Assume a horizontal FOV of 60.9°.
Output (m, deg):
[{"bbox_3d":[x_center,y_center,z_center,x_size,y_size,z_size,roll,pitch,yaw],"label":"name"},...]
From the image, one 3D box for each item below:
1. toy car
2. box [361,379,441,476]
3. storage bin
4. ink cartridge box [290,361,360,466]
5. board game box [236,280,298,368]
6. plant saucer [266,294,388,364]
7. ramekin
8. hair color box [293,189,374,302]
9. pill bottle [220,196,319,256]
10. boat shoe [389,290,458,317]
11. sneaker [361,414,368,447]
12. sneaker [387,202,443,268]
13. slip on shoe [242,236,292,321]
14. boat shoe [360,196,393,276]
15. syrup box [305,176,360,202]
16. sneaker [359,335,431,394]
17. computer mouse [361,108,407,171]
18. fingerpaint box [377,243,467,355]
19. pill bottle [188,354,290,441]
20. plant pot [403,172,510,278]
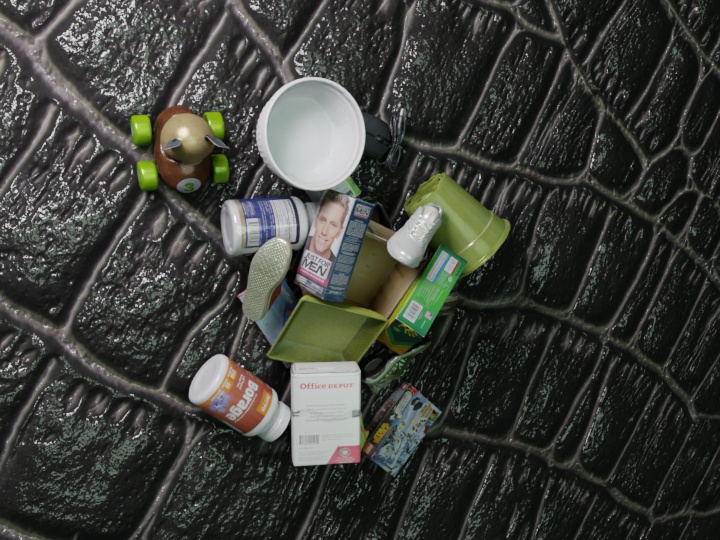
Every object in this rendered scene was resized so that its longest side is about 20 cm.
[{"bbox_3d":[-0.305,-0.213,1.087,0.163,0.200,0.159,-10,105,-25],"label":"toy car"},{"bbox_3d":[0.093,0.386,1.504,0.137,0.040,0.200,44,80,-28],"label":"box"},{"bbox_3d":[0.000,0.000,1.309,0.198,0.094,0.201,23,112,-29],"label":"storage bin"},{"bbox_3d":[-0.075,0.299,1.302,0.145,0.085,0.202,0,99,-8],"label":"ink cartridge box"},{"bbox_3d":[-0.171,0.105,1.323,0.103,0.019,0.201,-36,114,-15],"label":"board game box"},{"bbox_3d":[-0.072,0.128,1.291,0.199,0.048,0.200,16,131,-22],"label":"plant saucer"},{"bbox_3d":[-0.101,-0.252,1.147,0.199,0.105,0.202,-5,101,-25],"label":"ramekin"},{"bbox_3d":[-0.054,-0.050,1.196,0.060,0.100,0.201,12,99,-46],"label":"hair color box"},{"bbox_3d":[-0.171,-0.092,1.232,0.199,0.111,0.112,-6,103,-26],"label":"pill bottle"},{"bbox_3d":[0.148,0.094,1.454,0.199,0.074,0.074,-9,104,-24],"label":"boat shoe"},{"bbox_3d":[-0.043,0.329,1.413,0.090,0.078,0.201,-39,112,-43],"label":"sneaker"},{"bbox_3d":[0.116,-0.083,1.230,0.078,0.200,0.100,32,126,-2],"label":"sneaker"},{"bbox_3d":[-0.181,0.012,1.217,0.061,0.074,0.201,-45,163,-55],"label":"slip on shoe"},{"bbox_3d":[0.046,-0.066,1.373,0.072,0.068,0.201,-29,113,-21],"label":"boat shoe"},{"bbox_3d":[-0.094,-0.218,1.261,0.079,0.081,0.200,-42,117,-14],"label":"syrup box"},{"bbox_3d":[0.085,0.221,1.459,0.199,0.077,0.089,-30,126,-13],"label":"sneaker"},{"bbox_3d":[0.016,-0.298,1.318,0.199,0.053,0.139,9,97,-28],"label":"computer mouse"},{"bbox_3d":[0.130,0.067,1.311,0.073,0.167,0.200,34,65,1],"label":"fingerpaint box"},{"bbox_3d":[-0.244,0.270,1.267,0.200,0.112,0.112,41,81,-27],"label":"pill bottle"},{"bbox_3d":[0.202,-0.113,1.389,0.200,0.200,0.190,-47,105,-11],"label":"plant pot"}]
